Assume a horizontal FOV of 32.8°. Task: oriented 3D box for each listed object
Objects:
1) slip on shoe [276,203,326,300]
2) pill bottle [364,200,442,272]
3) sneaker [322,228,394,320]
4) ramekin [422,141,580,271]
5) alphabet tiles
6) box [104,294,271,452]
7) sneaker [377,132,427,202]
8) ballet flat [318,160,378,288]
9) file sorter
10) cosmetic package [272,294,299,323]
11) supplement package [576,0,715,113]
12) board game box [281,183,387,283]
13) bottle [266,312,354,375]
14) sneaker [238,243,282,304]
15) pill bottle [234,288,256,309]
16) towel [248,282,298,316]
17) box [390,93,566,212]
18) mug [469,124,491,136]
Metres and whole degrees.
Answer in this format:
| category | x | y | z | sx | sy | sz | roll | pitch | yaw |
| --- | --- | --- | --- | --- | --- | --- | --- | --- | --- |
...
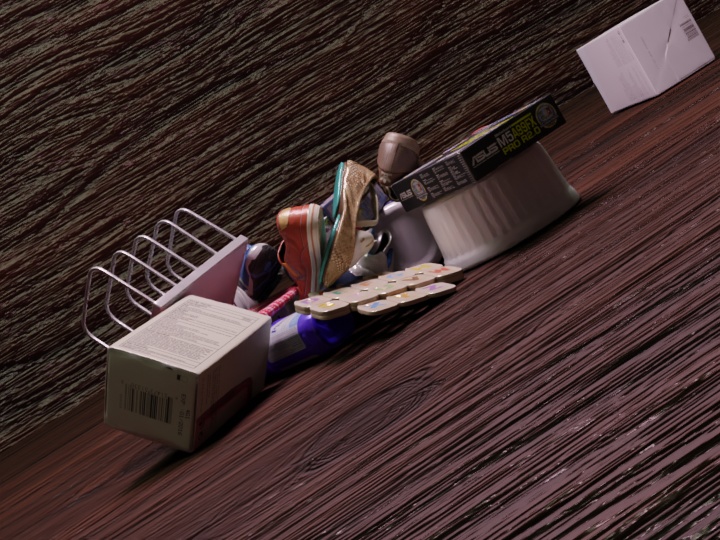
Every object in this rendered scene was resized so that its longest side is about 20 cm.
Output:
| category | x | y | z | sx | sy | sz | roll | pitch | yaw |
| --- | --- | --- | --- | --- | --- | --- | --- | --- | --- |
| slip on shoe | -0.078 | -0.020 | 1.621 | 0.061 | 0.074 | 0.200 | 4 | -32 | 4 |
| pill bottle | 0.064 | -0.050 | 1.847 | 0.115 | 0.116 | 0.200 | -31 | 4 | 0 |
| sneaker | 0.000 | 0.000 | 1.735 | 0.147 | 0.080 | 0.200 | -50 | 10 | 11 |
| ramekin | 0.178 | -0.087 | 1.609 | 0.200 | 0.098 | 0.200 | -31 | 5 | 3 |
| alphabet tiles | 0.023 | 0.024 | 1.515 | 0.199 | 0.015 | 0.195 | -17 | 11 | -23 |
| box | -0.212 | 0.123 | 1.522 | 0.127 | 0.110 | 0.200 | 14 | 22 | 18 |
| sneaker | 0.056 | -0.128 | 1.715 | 0.200 | 0.070 | 0.076 | 47 | -117 | -69 |
| ballet flat | -0.010 | -0.060 | 1.611 | 0.071 | 0.065 | 0.201 | 113 | 168 | -58 |
| file sorter | -0.270 | 0.023 | 1.691 | 0.200 | 0.124 | 0.139 | -42 | -22 | -47 |
| cosmetic package | -0.120 | 0.087 | 1.846 | 0.105 | 0.071 | 0.200 | -31 | 5 | 12 |
| supplement package | 0.555 | -0.424 | 2.400 | 0.150 | 0.152 | 0.200 | -32 | 5 | -13 |
| board game box | -0.040 | -0.069 | 1.776 | 0.200 | 0.062 | 0.200 | -42 | 4 | -5 |
| bottle | -0.094 | 0.095 | 1.628 | 0.200 | 0.065 | 0.083 | -26 | 8 | 47 |
| sneaker | -0.164 | -0.002 | 1.811 | 0.076 | 0.077 | 0.200 | -52 | -4 | -16 |
| pill bottle | -0.338 | 0.103 | 2.838 | 0.200 | 0.110 | 0.109 | -34 | 6 | -37 |
| towel | -0.163 | 0.071 | 1.716 | 0.144 | 0.023 | 0.200 | -29 | 5 | 21 |
| box | 0.148 | -0.148 | 1.566 | 0.160 | 0.044 | 0.200 | -33 | 5 | -23 |
| mug | 0.176 | -0.120 | 1.862 | 0.177 | 0.134 | 0.200 | -36 | 7 | 26 |
